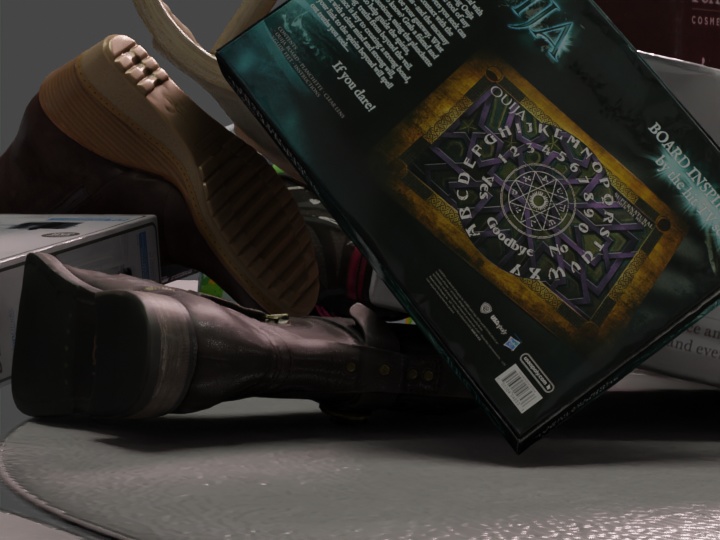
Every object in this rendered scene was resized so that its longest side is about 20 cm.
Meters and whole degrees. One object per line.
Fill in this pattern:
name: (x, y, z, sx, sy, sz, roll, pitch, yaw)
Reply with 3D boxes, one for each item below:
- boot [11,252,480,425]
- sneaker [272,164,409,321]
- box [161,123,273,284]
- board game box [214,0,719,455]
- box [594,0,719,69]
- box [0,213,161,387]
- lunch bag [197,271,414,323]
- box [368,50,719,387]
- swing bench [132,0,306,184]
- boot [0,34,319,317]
boot: (-0.050, 0.038, 0.841, 0.174, 0.069, 0.200, 5, 4, -31)
sneaker: (0.010, 0.004, 1.155, 0.200, 0.084, 0.077, 33, -1, 36)
box: (-0.118, -0.043, 1.346, 0.200, 0.051, 0.158, -21, -16, -14)
board game box: (0.054, -0.047, 0.752, 0.135, 0.200, 0.028, -35, -16, -7)
box: (0.170, -0.089, 1.201, 0.164, 0.200, 0.166, 3, 5, 40)
box: (-0.195, 0.014, 0.974, 0.116, 0.060, 0.200, 1, 10, 22)
lunch bag: (0.000, 0.000, 1.315, 0.161, 0.083, 0.200, 7, 8, 42)
box: (0.116, -0.026, 0.875, 0.199, 0.131, 0.200, 14, 1, 4)
swing bench: (0.008, -0.134, 1.044, 0.200, 0.130, 0.199, -39, -17, 2)
boot: (-0.127, -0.021, 1.103, 0.166, 0.200, 0.072, -42, -5, 40)
